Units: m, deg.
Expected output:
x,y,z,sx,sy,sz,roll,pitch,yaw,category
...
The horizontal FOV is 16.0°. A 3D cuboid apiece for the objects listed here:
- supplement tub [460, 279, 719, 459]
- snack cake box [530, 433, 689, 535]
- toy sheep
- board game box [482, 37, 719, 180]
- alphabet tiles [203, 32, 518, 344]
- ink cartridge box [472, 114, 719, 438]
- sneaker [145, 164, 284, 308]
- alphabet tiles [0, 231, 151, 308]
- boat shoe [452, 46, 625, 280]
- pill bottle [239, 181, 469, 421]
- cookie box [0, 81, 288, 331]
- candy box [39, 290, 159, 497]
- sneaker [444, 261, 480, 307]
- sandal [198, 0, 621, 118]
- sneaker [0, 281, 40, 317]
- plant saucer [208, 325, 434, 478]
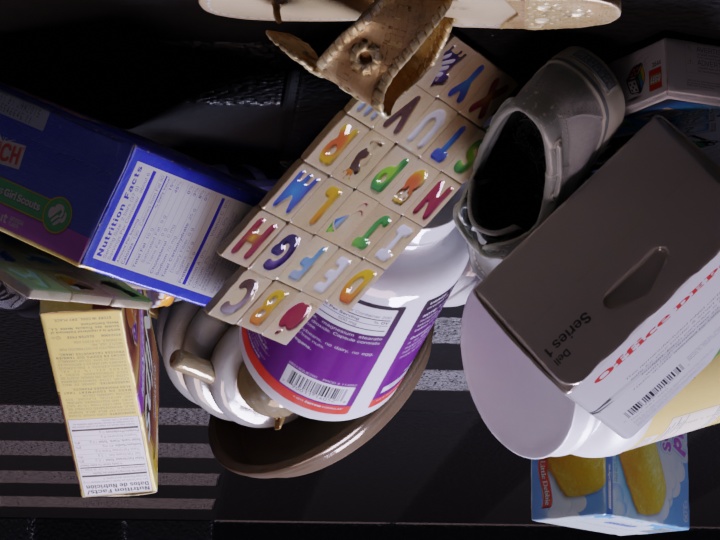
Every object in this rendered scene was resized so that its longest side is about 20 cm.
x,y,z,sx,sy,sz,roll,pitch,yaw,category
0.180,0.040,1.664,0.200,0.146,0.145,-14,177,-32,supplement tub
0.181,0.087,1.855,0.067,0.200,0.115,-10,164,39,snack cake box
-0.086,0.041,1.824,0.138,0.138,0.200,6,-152,-26,toy sheep
0.167,-0.084,1.453,0.126,0.035,0.200,6,167,-29,board game box
0.002,-0.041,1.398,0.200,0.006,0.166,-48,155,7,alphabet tiles
0.159,0.008,1.443,0.146,0.084,0.200,-44,161,3,ink cartridge box
-0.099,-0.024,1.655,0.077,0.078,0.200,-9,174,-18,sneaker
-0.223,-0.024,1.519,0.200,0.006,0.166,30,-166,36,alphabet tiles
0.084,-0.045,1.417,0.071,0.070,0.201,-33,160,-29,boat shoe
0.000,0.000,1.583,0.112,0.113,0.200,4,144,-18,pill bottle
-0.142,-0.042,1.419,0.171,0.075,0.200,24,-178,34,cookie box
-0.169,0.045,1.680,0.056,0.117,0.200,-3,141,0,candy box
0.002,-0.012,1.702,0.115,0.074,0.200,6,168,-37,sneaker
0.022,-0.110,1.253,0.211,0.070,0.078,-1,168,8,sandal
-0.232,-0.010,1.726,0.114,0.076,0.200,3,173,-16,sneaker
-0.024,0.078,1.867,0.200,0.200,0.029,-11,130,43,plant saucer
